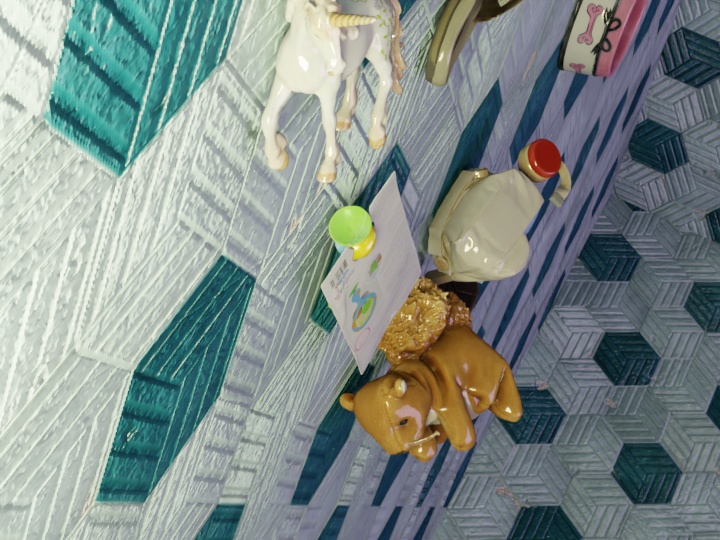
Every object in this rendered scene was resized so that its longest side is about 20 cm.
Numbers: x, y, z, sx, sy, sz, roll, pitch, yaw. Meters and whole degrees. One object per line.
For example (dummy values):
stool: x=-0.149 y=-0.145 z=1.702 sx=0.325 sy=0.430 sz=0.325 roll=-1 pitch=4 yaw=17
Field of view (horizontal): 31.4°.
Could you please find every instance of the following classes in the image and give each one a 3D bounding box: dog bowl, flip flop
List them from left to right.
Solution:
flip flop: x=0.117 y=-0.245 z=1.105 sx=0.202 sy=0.057 sz=0.081 roll=-63 pitch=167 yaw=-8
dog bowl: x=0.355 y=-0.366 z=1.821 sx=0.202 sy=0.073 sz=0.201 roll=-59 pitch=167 yaw=-23

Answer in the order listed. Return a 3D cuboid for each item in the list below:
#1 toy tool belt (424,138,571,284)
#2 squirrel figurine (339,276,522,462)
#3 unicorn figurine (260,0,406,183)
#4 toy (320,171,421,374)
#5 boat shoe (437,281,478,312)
toy tool belt: x=0.147 y=-0.065 z=1.495 sx=0.201 sy=0.125 sz=0.122 roll=-54 pitch=-165 yaw=-30
squirrel figurine: x=0.060 y=0.111 z=1.412 sx=0.185 sy=0.140 sz=0.204 roll=-8 pitch=86 yaw=-45
unicorn figurine: x=-0.016 y=-0.127 z=0.784 sx=0.201 sy=0.073 sz=0.139 roll=-71 pitch=169 yaw=-58
toy: x=0.000 y=0.000 z=1.112 sx=0.116 sy=0.047 sz=0.201 roll=-58 pitch=162 yaw=-17
boat shoe: x=0.089 y=0.085 z=1.601 sx=0.200 sy=0.071 sz=0.076 roll=-51 pitch=177 yaw=-44
